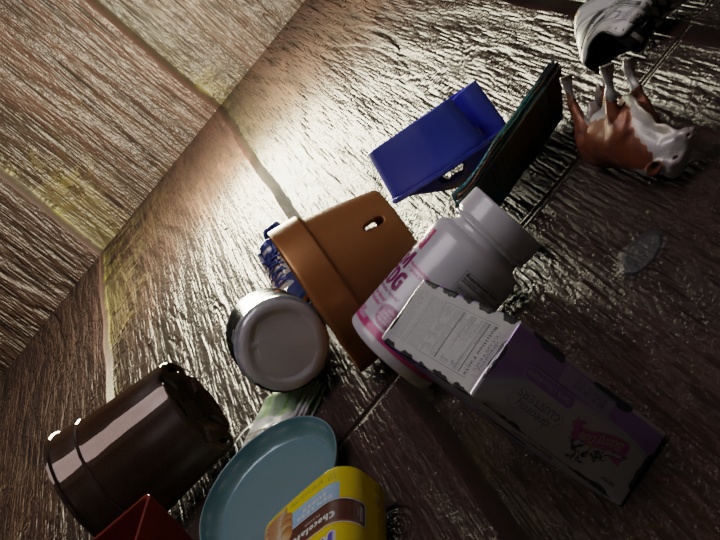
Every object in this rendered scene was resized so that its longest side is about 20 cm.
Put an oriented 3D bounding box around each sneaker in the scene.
[{"bbox_3d":[-0.122,0.001,1.860,0.075,0.088,0.201,-42,23,19],"label":"sneaker"},{"bbox_3d":[0.332,-0.297,1.430,0.200,0.075,0.089,-34,41,47],"label":"sneaker"}]

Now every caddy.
[{"bbox_3d":[0.107,-0.157,1.614,0.199,0.106,0.141,-29,6,47],"label":"caddy"}]

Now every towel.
[{"bbox_3d":[0.172,-0.133,1.425,0.201,0.022,0.147,-54,-18,-9],"label":"towel"},{"bbox_3d":[-0.127,0.231,1.560,0.149,0.031,0.201,-24,34,51],"label":"towel"}]

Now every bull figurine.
[{"bbox_3d":[0.265,-0.150,1.248,0.064,0.123,0.200,-17,7,-13],"label":"bull figurine"}]

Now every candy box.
[{"bbox_3d":[0.129,0.096,1.027,0.072,0.167,0.200,-54,21,-4],"label":"candy box"}]

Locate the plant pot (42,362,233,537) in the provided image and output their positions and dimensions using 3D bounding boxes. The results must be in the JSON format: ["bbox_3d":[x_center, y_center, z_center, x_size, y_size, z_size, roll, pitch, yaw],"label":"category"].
[{"bbox_3d":[-0.293,0.245,1.688,0.198,0.200,0.201,-39,22,9],"label":"plant pot"}]

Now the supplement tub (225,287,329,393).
[{"bbox_3d":[-0.113,0.087,1.616,0.123,0.122,0.200,-53,11,-4],"label":"supplement tub"}]

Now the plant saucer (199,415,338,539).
[{"bbox_3d":[-0.101,0.255,1.416,0.199,0.027,0.201,-30,30,19],"label":"plant saucer"}]

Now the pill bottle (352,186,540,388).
[{"bbox_3d":[0.093,0.017,1.323,0.200,0.113,0.113,-49,20,6],"label":"pill bottle"}]

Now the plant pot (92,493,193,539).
[{"bbox_3d":[-0.232,0.397,1.288,0.200,0.176,0.201,-41,22,27],"label":"plant pot"}]

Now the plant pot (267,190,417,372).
[{"bbox_3d":[0.000,0.000,1.476,0.139,0.201,0.200,-34,20,-4],"label":"plant pot"}]

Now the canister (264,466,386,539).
[{"bbox_3d":[-0.036,0.297,1.170,0.148,0.086,0.201,-44,20,20],"label":"canister"}]
